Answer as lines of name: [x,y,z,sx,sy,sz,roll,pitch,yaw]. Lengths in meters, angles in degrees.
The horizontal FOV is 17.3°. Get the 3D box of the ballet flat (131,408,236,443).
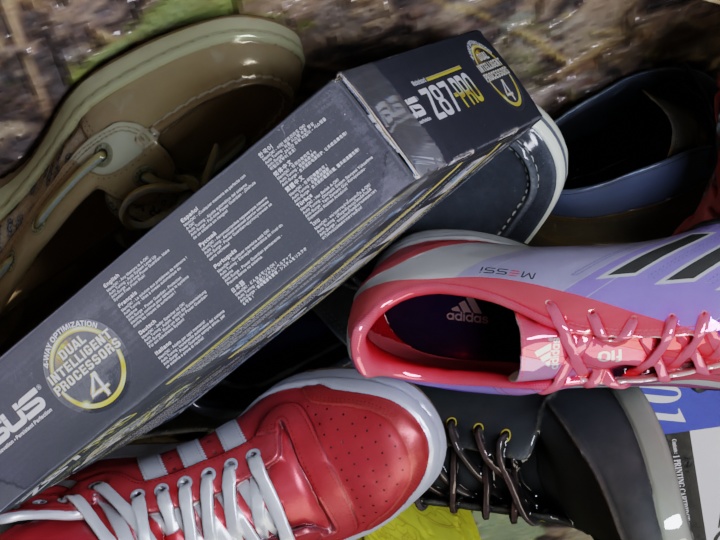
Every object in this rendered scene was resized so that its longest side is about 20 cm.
ballet flat: [-0.093,0.084,1.048,0.200,0.073,0.073,-1,146,-32]

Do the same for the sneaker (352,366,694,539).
sneaker: [0.058,0.080,0.934,0.106,0.200,0.075,-21,115,-8]

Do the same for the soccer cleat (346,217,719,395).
soccer cleat: [0.092,0.021,0.862,0.200,0.068,0.073,1,-159,18]

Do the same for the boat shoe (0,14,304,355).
boat shoe: [-0.092,-0.019,0.876,0.200,0.063,0.073,-38,146,28]

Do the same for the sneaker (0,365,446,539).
sneaker: [-0.069,0.097,0.902,0.200,0.071,0.112,-19,-173,30]

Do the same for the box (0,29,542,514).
box: [-0.040,-0.002,0.840,0.200,0.049,0.161,-39,178,22]

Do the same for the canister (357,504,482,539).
canister: [-0.037,0.180,1.034,0.086,0.149,0.200,29,117,-36]

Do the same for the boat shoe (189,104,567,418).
boat shoe: [0.000,0.000,0.949,0.200,0.062,0.075,-32,105,26]

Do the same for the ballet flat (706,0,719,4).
ballet flat: [0.092,-0.112,0.706,0.200,0.065,0.071,2,127,-38]

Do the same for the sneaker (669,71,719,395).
sneaker: [0.169,-0.032,0.919,0.098,0.071,0.201,-44,156,-37]

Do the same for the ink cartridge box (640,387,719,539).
ink cartridge box: [0.171,0.067,1.104,0.094,0.044,0.200,-9,124,8]

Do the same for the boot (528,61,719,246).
boot: [0.156,-0.044,0.982,0.200,0.075,0.097,-20,154,3]
